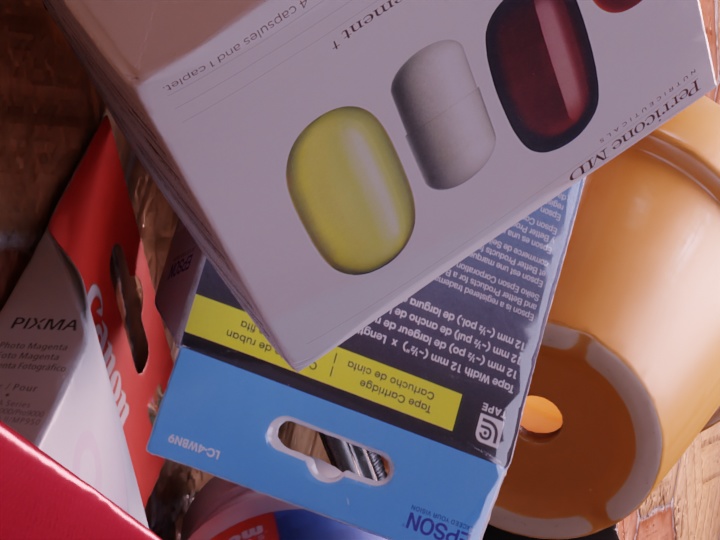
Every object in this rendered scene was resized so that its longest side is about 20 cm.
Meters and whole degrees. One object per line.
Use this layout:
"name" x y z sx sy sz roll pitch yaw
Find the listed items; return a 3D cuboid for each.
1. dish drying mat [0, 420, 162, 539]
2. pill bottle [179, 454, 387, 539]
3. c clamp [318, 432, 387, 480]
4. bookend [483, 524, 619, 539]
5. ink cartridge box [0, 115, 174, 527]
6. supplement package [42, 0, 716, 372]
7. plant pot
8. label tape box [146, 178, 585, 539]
"dish drying mat" -0.116 0.093 0.892 0.077 0.018 0.200 -56 143 -8
"pill bottle" -0.022 0.155 1.089 0.200 0.111 0.113 -110 -166 -63
"c clamp" 0.000 0.091 1.269 0.171 0.027 0.201 -98 168 -65
"bookend" 0.069 0.232 1.446 0.199 0.091 0.201 -97 -161 -49
"ink cartridge box" -0.092 0.068 1.028 0.201 0.057 0.163 -62 151 -43
"supplement package" -0.005 -0.108 0.951 0.147 0.191 0.200 53 -5 30
"plant pot" 0.106 0.029 1.389 0.184 0.199 0.201 -62 152 -55
"label tape box" 0.000 0.000 1.098 0.066 0.142 0.201 -17 -126 68
